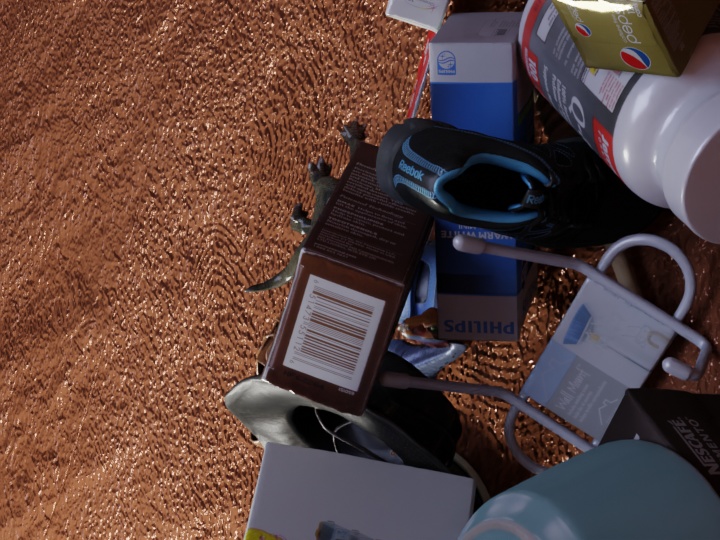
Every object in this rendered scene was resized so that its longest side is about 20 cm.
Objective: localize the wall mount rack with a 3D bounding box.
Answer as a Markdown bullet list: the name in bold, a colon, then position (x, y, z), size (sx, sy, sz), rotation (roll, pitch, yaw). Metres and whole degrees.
- **wall mount rack**: position (0.119, 0.055, 1.286), size (0.201, 0.173, 0.075), rotation (-62, -6, 31)

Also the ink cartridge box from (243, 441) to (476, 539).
- **ink cartridge box**: position (-0.013, 0.235, 1.276), size (0.201, 0.143, 0.146), rotation (-78, -2, -47)

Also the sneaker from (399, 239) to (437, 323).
- **sneaker**: position (0.027, 0.008, 1.523), size (0.199, 0.082, 0.075), rotation (9, 92, 57)

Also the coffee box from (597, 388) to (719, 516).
- **coffee box**: position (0.176, 0.185, 1.236), size (0.113, 0.079, 0.201), rotation (55, 131, 46)

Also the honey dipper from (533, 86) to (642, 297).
- **honey dipper**: position (0.158, -0.042, 1.354), size (0.038, 0.038, 0.201), rotation (-48, 47, 45)

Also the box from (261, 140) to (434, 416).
- **box**: position (0.000, 0.000, 1.338), size (0.200, 0.074, 0.101), rotation (-61, -10, -65)

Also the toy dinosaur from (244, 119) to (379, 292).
- **toy dinosaur**: position (-0.002, -0.046, 1.475), size (0.077, 0.199, 0.102), rotation (66, 172, -31)

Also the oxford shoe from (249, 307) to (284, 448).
- **oxford shoe**: position (-0.046, 0.054, 1.653), size (0.071, 0.071, 0.202), rotation (20, 101, 60)

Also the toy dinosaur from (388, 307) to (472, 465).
- **toy dinosaur**: position (0.015, 0.069, 1.507), size (0.181, 0.105, 0.201), rotation (-41, 26, 25)

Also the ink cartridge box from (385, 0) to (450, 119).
- **ink cartridge box**: position (0.042, -0.192, 1.472), size (0.200, 0.044, 0.178), rotation (-79, 7, -77)

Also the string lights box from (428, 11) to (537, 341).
- **string lights box**: position (0.085, -0.064, 1.364), size (0.103, 0.058, 0.202), rotation (-56, -35, -69)

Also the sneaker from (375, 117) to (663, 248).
- **sneaker**: position (0.109, -0.045, 1.264), size (0.082, 0.198, 0.074), rotation (-143, 61, -62)

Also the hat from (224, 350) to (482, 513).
- **hat**: position (0.009, 0.101, 1.388), size (0.200, 0.200, 0.081), rotation (-14, 41, 58)

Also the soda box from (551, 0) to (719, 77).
- **soda box**: position (0.188, -0.210, 1.193), size (0.067, 0.064, 0.201), rotation (10, 58, 38)

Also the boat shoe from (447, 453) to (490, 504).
- **boat shoe**: position (0.059, 0.203, 1.448), size (0.075, 0.066, 0.200), rotation (-59, 38, 38)

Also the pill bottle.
- **pill bottle**: position (0.187, -0.109, 1.237), size (0.200, 0.115, 0.117), rotation (55, 131, 49)

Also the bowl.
- **bowl**: position (0.119, 0.197, 1.156), size (0.200, 0.104, 0.203), rotation (-8, 80, 55)
